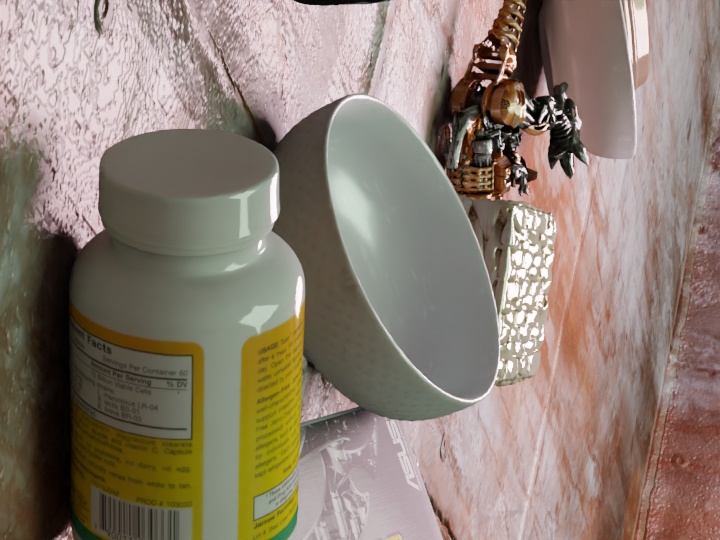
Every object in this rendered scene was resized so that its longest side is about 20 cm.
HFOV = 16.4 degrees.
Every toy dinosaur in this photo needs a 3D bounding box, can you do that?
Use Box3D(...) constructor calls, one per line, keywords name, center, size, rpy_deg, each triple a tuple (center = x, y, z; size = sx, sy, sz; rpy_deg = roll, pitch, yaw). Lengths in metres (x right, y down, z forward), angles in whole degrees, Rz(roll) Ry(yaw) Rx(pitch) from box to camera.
Box3D(name="toy dinosaur", center=(0.111, -0.118, 1.940), size=(0.135, 0.102, 0.201), rpy_deg=(13, 108, -60))

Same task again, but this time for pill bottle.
Box3D(name="pill bottle", center=(-0.082, 0.041, 1.181), size=(0.113, 0.112, 0.201), rpy_deg=(-55, 150, -61))

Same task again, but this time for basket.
Box3D(name="basket", center=(0.056, 0.011, 1.707), size=(0.200, 0.122, 0.137), rpy_deg=(5, 92, -76))

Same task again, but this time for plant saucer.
Box3D(name="plant saucer", center=(0.234, -0.254, 2.270), size=(0.200, 0.029, 0.202), rpy_deg=(-9, 90, -89))

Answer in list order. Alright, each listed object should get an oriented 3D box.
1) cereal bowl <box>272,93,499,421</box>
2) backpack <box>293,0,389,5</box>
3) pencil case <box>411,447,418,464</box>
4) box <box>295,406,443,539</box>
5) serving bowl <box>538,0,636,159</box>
Box3D(name="cereal bowl", center=(0.000, 0.000, 1.482), size=(0.200, 0.083, 0.201), rpy_deg=(47, 31, -40))
Box3D(name="backpack", center=(0.023, -0.225, 1.436), size=(0.200, 0.153, 0.164), rpy_deg=(-15, 107, -89))
Box3D(name="pencil case", center=(0.001, 0.200, 1.689), size=(0.090, 0.077, 0.201), rpy_deg=(-96, -176, -54))
Box3D(name="box", center=(-0.006, 0.185, 1.445), size=(0.158, 0.048, 0.201), rpy_deg=(-10, 79, -58))
Box3D(name="serving bowl", center=(0.197, -0.194, 2.224), size=(0.200, 0.065, 0.202), rpy_deg=(171, -90, -89))
